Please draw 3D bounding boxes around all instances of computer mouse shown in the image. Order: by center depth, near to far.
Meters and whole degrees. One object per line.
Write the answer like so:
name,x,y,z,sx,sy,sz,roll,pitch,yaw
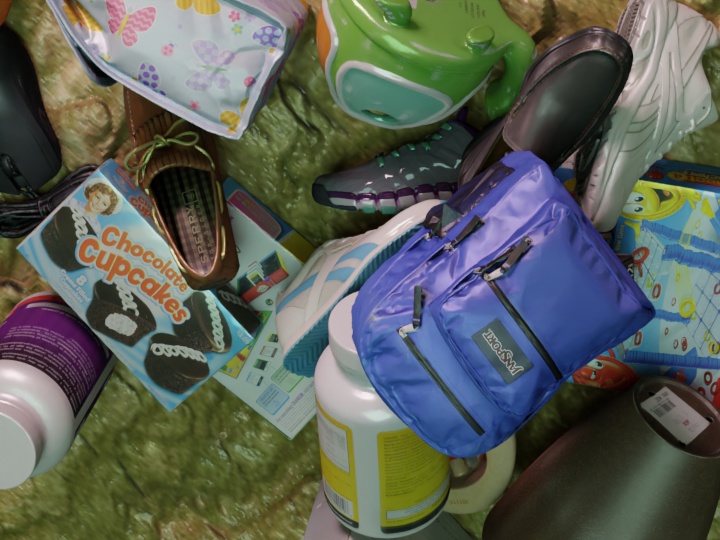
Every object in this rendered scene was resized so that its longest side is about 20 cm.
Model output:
computer mouse,-0.309,-0.122,1.437,0.137,0.053,0.202,-16,111,17

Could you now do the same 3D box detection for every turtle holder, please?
turtle holder,0.050,-0.184,1.316,0.184,0.142,0.132,-3,141,-33

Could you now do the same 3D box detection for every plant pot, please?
plant pot,0.227,0.193,1.405,0.185,0.188,0.201,24,124,-2

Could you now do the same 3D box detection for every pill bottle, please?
pill bottle,0.019,0.117,1.355,0.110,0.113,0.202,4,131,8
pill bottle,-0.293,0.107,1.459,0.111,0.200,0.114,4,115,8

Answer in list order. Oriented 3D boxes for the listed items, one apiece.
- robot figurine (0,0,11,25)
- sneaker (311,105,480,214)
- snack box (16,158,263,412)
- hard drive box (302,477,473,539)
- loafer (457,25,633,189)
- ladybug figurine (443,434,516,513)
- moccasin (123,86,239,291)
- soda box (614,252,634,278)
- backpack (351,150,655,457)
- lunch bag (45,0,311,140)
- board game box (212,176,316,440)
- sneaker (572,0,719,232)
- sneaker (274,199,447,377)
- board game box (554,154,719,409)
robot figurine,-0.374,-0.230,1.364,0.198,0.145,0.117,-19,132,18
sneaker,0.057,-0.094,1.390,0.197,0.074,0.089,-1,97,3
snack box,-0.193,0.014,1.444,0.116,0.037,0.200,-39,98,23
hard drive box,0.024,0.272,1.483,0.077,0.200,0.156,-37,104,23
loafer,0.140,-0.105,1.263,0.072,0.073,0.200,31,135,-7
ladybug figurine,0.074,0.124,1.469,0.134,0.072,0.202,-4,121,21
moccasin,-0.156,-0.083,1.383,0.073,0.078,0.204,-13,80,1
soda box,0.130,0.015,1.363,0.198,0.063,0.072,9,111,42
backpack,0.090,0.031,1.187,0.199,0.168,0.163,-38,97,4
lunch bag,-0.153,-0.200,1.307,0.198,0.170,0.128,29,105,-5
board game box,-0.090,0.036,1.481,0.199,0.040,0.153,40,115,-9
sneaker,0.235,-0.119,1.306,0.098,0.078,0.202,19,92,-11
sneaker,0.000,0.000,1.377,0.200,0.081,0.076,-40,135,21
board game box,0.247,0.007,1.401,0.193,0.056,0.202,9,116,5
